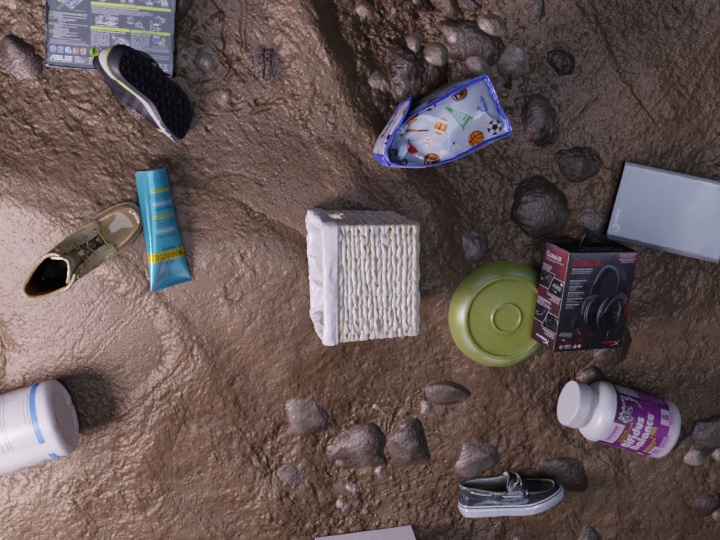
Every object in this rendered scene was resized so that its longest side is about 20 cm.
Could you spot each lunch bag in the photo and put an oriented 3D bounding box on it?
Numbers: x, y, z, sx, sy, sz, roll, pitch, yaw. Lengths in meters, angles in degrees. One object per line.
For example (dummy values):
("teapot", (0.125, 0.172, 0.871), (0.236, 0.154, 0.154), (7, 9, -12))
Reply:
("lunch bag", (0.115, -0.229, 1.285), (0.200, 0.170, 0.124), (-28, 100, 0))

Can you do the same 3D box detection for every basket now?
("basket", (0.000, 0.000, 1.308), (0.161, 0.198, 0.200), (-4, 101, -10))

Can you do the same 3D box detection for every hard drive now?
("hard drive", (0.546, -0.104, 1.404), (0.200, 0.033, 0.140), (13, 101, 8))

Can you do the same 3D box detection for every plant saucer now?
("plant saucer", (0.260, 0.082, 1.436), (0.200, 0.031, 0.200), (-1, 101, -7))

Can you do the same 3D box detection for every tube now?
("tube", (-0.332, -0.069, 1.327), (0.077, 0.050, 0.200), (-16, 106, -34))

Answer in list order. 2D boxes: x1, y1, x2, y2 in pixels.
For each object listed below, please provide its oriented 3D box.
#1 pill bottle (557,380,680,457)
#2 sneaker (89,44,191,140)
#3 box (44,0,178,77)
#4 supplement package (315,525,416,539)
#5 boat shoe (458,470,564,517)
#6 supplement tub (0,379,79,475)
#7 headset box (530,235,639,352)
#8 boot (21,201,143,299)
("pill bottle", (0.469, 0.266, 1.456), (0.200, 0.112, 0.112), (16, 99, -10))
("sneaker", (-0.344, -0.286, 1.255), (0.072, 0.083, 0.200), (-64, 144, -22))
("box", (-0.391, -0.394, 1.258), (0.200, 0.044, 0.160), (3, 101, -7))
("supplement package", (0.020, 0.601, 1.454), (0.191, 0.147, 0.200), (-5, 102, -5))
("boat shoe", (0.280, 0.411, 1.483), (0.200, 0.072, 0.071), (-10, 107, -2))
("supplement tub", (-0.588, 0.270, 1.326), (0.200, 0.132, 0.132), (-16, 103, -3))
("headset box", (0.393, 0.034, 1.395), (0.149, 0.077, 0.200), (-1, 108, -22))
("boot", (-0.439, -0.032, 1.268), (0.200, 0.155, 0.073), (-33, 103, 0))
